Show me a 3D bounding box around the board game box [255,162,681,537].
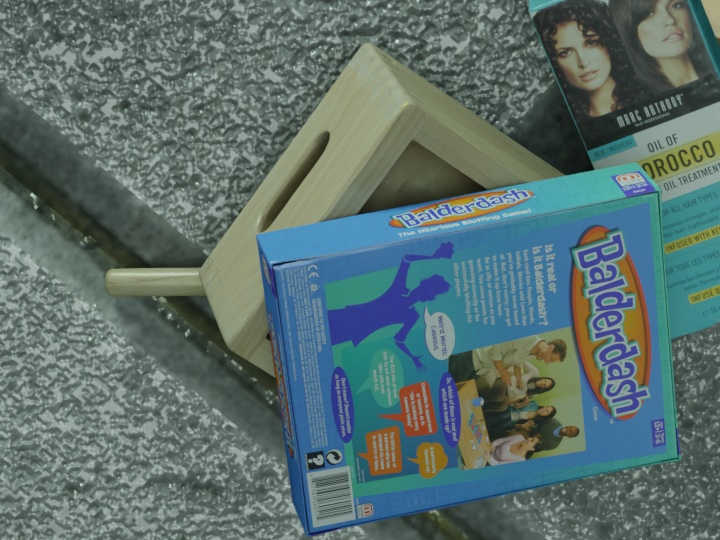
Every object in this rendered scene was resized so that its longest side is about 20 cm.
[{"bbox_3d":[0.056,0.039,1.443,0.199,0.045,0.153,-10,113,-9],"label":"board game box"}]

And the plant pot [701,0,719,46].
[{"bbox_3d":[0.209,-0.202,1.522,0.199,0.027,0.201,0,101,-1],"label":"plant pot"}]

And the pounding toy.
[{"bbox_3d":[0.000,0.000,1.518,0.184,0.142,0.200,33,102,-22],"label":"pounding toy"}]

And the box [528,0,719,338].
[{"bbox_3d":[0.162,-0.070,1.517,0.082,0.049,0.201,-20,110,13],"label":"box"}]
